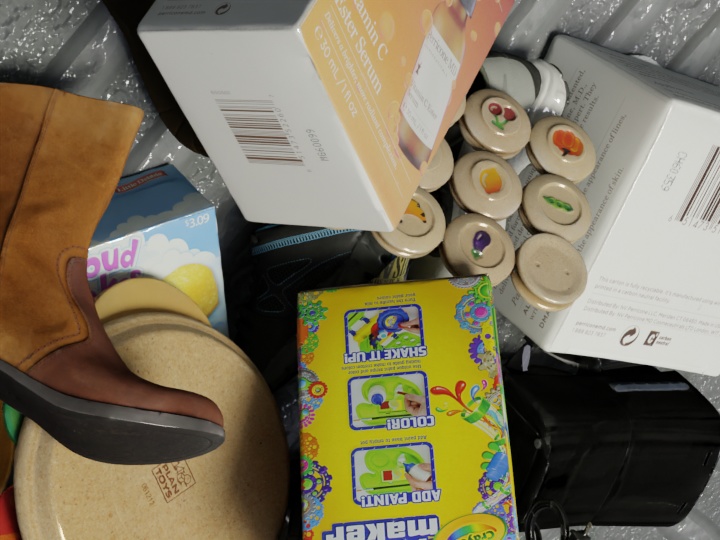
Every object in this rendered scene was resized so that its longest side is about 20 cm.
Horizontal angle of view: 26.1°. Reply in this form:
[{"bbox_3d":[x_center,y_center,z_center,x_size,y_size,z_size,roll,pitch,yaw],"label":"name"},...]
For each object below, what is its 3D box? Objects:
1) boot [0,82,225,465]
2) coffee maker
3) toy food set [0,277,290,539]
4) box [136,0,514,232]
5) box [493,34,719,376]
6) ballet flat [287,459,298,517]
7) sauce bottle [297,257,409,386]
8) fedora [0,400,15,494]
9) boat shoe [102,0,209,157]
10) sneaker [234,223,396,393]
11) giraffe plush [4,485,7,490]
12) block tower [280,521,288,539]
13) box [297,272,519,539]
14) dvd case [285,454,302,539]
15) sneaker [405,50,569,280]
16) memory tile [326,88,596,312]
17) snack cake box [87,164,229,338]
[{"bbox_3d":[-0.151,-0.001,0.860,0.188,0.200,0.069,10,151,1],"label":"boot"},{"bbox_3d":[0.176,0.150,1.208,0.200,0.192,0.135,4,142,-34],"label":"coffee maker"},{"bbox_3d":[-0.124,0.120,0.908,0.200,0.049,0.198,55,53,-23],"label":"toy food set"},{"bbox_3d":[-0.011,-0.147,0.888,0.200,0.106,0.152,-62,142,-32],"label":"box"},{"bbox_3d":[0.207,-0.044,1.147,0.199,0.131,0.200,10,112,-39],"label":"box"},{"bbox_3d":[0.005,0.203,1.213,0.200,0.057,0.067,33,97,-43],"label":"ballet flat"},{"bbox_3d":[0.000,0.000,1.077,0.066,0.066,0.200,-4,120,-33],"label":"sauce bottle"},{"bbox_3d":[-0.295,0.108,0.873,0.200,0.082,0.201,1,123,2],"label":"fedora"},{"bbox_3d":[-0.106,-0.163,0.903,0.066,0.074,0.200,-42,135,-28],"label":"boat shoe"},{"bbox_3d":[-0.045,0.011,1.024,0.200,0.082,0.073,-50,176,15],"label":"sneaker"},{"bbox_3d":[-0.237,0.228,1.003,0.200,0.172,0.162,-38,124,-18],"label":"giraffe plush"},{"bbox_3d":[-0.094,0.167,1.123,0.058,0.054,0.200,-35,131,-11],"label":"block tower"},{"bbox_3d":[0.034,0.140,0.961,0.122,0.193,0.200,-5,144,2],"label":"box"},{"bbox_3d":[-0.042,0.197,1.031,0.018,0.200,0.143,8,107,0],"label":"dvd case"},{"bbox_3d":[0.069,-0.062,1.089,0.079,0.074,0.200,16,102,-30],"label":"sneaker"},{"bbox_3d":[0.059,-0.065,0.992,0.200,0.154,0.017,21,147,-13],"label":"memory tile"},{"bbox_3d":[-0.186,0.023,0.958,0.200,0.067,0.115,-20,128,-24],"label":"snack cake box"}]
